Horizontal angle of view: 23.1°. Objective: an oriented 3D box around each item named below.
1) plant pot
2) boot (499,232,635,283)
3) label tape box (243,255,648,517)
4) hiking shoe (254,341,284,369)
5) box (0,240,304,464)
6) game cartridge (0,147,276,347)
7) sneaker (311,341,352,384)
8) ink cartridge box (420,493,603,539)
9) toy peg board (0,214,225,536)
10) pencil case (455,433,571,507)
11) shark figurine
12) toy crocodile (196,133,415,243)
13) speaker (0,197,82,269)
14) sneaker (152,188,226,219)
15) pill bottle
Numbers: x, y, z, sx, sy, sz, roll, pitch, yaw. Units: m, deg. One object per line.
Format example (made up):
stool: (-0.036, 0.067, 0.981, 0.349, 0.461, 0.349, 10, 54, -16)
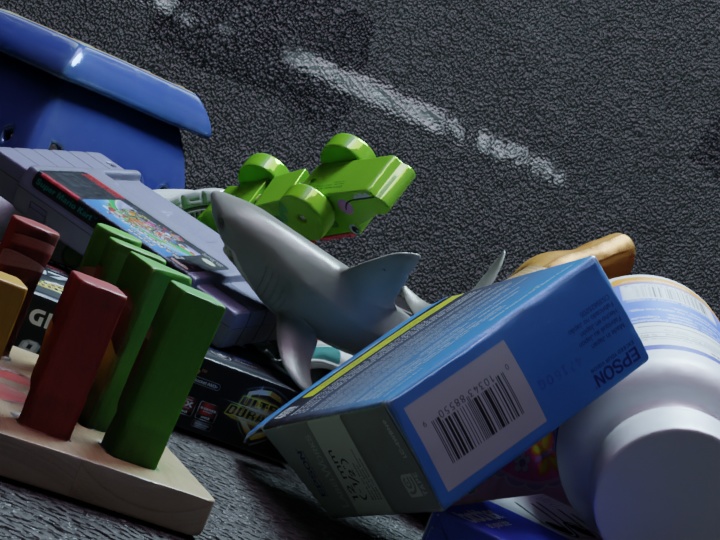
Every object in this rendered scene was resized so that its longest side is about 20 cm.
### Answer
plant pot: (-0.257, -0.106, 1.501, 0.199, 0.181, 0.199, 26, 3, 43)
boot: (0.110, 0.054, 1.252, 0.143, 0.202, 0.071, -19, 67, -36)
label tape box: (0.038, 0.067, 0.932, 0.066, 0.143, 0.200, 59, -25, -4)
hiking shoe: (-0.087, 0.033, 1.382, 0.199, 0.075, 0.087, 22, 4, -29)
box: (-0.141, 0.044, 1.048, 0.199, 0.046, 0.159, 22, 4, -27)
game cartridge: (-0.129, -0.019, 1.106, 0.199, 0.039, 0.129, 33, 10, 19)
sneaker: (0.032, 0.111, 1.177, 0.199, 0.071, 0.093, 41, 46, 23)
ink cartridge box: (0.101, 0.158, 0.922, 0.093, 0.045, 0.200, 24, 4, 22)
toy peg board: (-0.169, 0.017, 0.807, 0.198, 0.099, 0.200, 22, 3, -26)
pencil case: (0.115, 0.116, 1.099, 0.198, 0.088, 0.087, 8, 9, -24)
shark figurine: (0.017, 0.015, 1.073, 0.213, 0.089, 0.129, 19, 39, -40)
toy crocodile: (-0.041, -0.041, 1.174, 0.199, 0.068, 0.062, -9, -55, 43)
speaker: (-0.180, -0.002, 1.192, 0.198, 0.089, 0.088, 22, 3, -21)
sneaker: (-0.178, -0.022, 1.294, 0.198, 0.079, 0.099, -2, 7, -10)
pill bottle: (0.159, 0.085, 0.961, 0.111, 0.113, 0.200, 23, 19, -5)
